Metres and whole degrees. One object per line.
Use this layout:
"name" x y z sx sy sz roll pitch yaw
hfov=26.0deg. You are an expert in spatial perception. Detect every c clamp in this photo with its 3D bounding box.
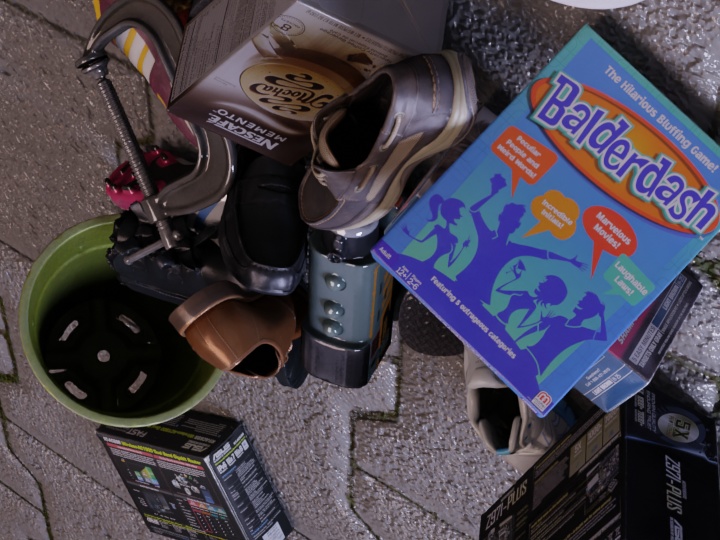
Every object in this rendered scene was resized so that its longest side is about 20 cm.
"c clamp" -0.171 -0.111 1.224 0.171 0.027 0.201 -14 98 43

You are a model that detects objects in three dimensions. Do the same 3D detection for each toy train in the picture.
"toy train" 0.000 0.000 1.215 0.085 0.114 0.200 19 140 12

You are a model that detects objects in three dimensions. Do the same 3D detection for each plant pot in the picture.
"plant pot" -0.239 0.067 1.513 0.200 0.200 0.190 48 157 -1

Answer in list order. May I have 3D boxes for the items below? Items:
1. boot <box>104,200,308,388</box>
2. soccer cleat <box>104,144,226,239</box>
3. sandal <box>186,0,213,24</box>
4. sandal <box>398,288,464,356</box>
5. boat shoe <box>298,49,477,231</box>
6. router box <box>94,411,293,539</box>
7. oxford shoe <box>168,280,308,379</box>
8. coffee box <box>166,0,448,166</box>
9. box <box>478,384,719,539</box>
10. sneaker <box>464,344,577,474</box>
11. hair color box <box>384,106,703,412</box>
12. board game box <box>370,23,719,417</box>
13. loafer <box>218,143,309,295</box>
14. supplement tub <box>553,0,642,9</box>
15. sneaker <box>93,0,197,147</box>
"boot" -0.129 0.022 1.371 0.162 0.074 0.198 14 152 19
"soccer cleat" -0.151 -0.060 1.373 0.200 0.070 0.086 5 138 49
"sandal" -0.072 -0.216 1.153 0.076 0.043 0.200 23 148 -14
"sandal" 0.082 -0.013 1.188 0.075 0.045 0.200 18 127 0
"boat shoe" 0.000 -0.089 1.044 0.200 0.073 0.075 -44 51 50
"router box" -0.182 0.227 1.696 0.200 0.062 0.150 6 129 45
"oxford shoe" -0.080 0.052 1.209 0.071 0.200 0.071 -40 79 17
"coffee box" -0.040 -0.158 1.100 0.113 0.080 0.200 21 154 -25
"box" 0.169 0.205 1.139 0.086 0.164 0.200 28 128 -14
"sneaker" 0.116 0.118 1.209 0.075 0.087 0.200 -8 136 23
"hair color box" 0.126 -0.008 1.068 0.200 0.100 0.061 38 146 -2
"board game box" 0.128 -0.031 0.988 0.152 0.200 0.045 43 178 6
"loafer" -0.072 -0.057 1.204 0.068 0.201 0.071 10 125 -12
"supplement tub" 0.139 -0.248 0.812 0.132 0.132 0.200 38 146 13
"sneaker" -0.159 -0.187 1.261 0.090 0.075 0.201 0 117 55
